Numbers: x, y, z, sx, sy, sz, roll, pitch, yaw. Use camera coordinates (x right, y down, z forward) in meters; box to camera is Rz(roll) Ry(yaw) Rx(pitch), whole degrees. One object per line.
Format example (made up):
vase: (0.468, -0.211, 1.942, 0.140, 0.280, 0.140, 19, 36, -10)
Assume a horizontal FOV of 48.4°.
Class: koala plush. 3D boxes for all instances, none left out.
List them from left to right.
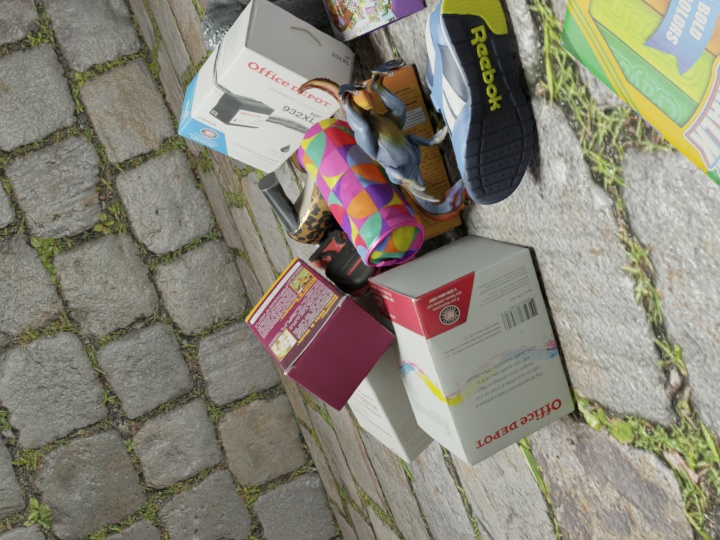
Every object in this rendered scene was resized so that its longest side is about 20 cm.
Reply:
koala plush: (-0.115, -0.305, 1.124, 0.178, 0.183, 0.200, 58, 172, 30)

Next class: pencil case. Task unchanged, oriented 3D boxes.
pencil case: (-0.003, -0.092, 0.950, 0.201, 0.088, 0.089, 58, 162, 33)

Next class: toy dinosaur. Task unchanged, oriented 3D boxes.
toy dinosaur: (0.047, -0.140, 0.900, 0.200, 0.105, 0.182, 27, 148, 52)

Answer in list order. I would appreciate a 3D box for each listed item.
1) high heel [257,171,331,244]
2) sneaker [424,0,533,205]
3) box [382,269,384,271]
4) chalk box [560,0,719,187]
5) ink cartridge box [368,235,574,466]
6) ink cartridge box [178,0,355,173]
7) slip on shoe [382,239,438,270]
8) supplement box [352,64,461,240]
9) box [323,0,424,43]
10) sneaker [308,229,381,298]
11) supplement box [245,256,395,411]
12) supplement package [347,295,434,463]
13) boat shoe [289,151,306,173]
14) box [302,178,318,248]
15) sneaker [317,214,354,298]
high heel: (-0.026, -0.112, 1.111, 0.143, 0.199, 0.072, 57, -166, -48)
sneaker: (0.107, -0.162, 0.755, 0.082, 0.073, 0.201, -151, 48, -68)
box: (0.071, 0.060, 1.223, 0.201, 0.049, 0.199, 61, 163, 20)
chalk box: (0.208, -0.120, 0.374, 0.200, 0.123, 0.125, 56, 162, 34)
ink cartridge box: (0.123, 0.084, 0.905, 0.145, 0.145, 0.201, 21, 131, 69)
ink cartridge box: (-0.122, -0.224, 1.014, 0.200, 0.144, 0.084, -33, 43, 48)
slip on shoe: (0.072, 0.000, 1.037, 0.200, 0.074, 0.061, 50, 131, 8)
supplement box: (0.055, -0.138, 0.964, 0.201, 0.068, 0.067, 68, 166, -14)
box: (-0.002, -0.342, 0.912, 0.200, 0.039, 0.138, 22, 133, 69)
sneaker: (0.000, 0.000, 1.031, 0.087, 0.074, 0.200, 43, 177, -18)
supplement box: (-0.054, 0.070, 0.965, 0.086, 0.111, 0.200, 39, 178, -25)
supplement package: (0.042, 0.140, 1.100, 0.120, 0.121, 0.201, 29, 152, 47)
boat shoe: (-0.083, -0.222, 1.290, 0.068, 0.072, 0.201, 57, 162, 34)
box: (-0.039, -0.054, 1.441, 0.200, 0.041, 0.156, 56, 161, 38)
sneaker: (-0.019, -0.010, 1.203, 0.086, 0.077, 0.201, 91, 160, -62)
